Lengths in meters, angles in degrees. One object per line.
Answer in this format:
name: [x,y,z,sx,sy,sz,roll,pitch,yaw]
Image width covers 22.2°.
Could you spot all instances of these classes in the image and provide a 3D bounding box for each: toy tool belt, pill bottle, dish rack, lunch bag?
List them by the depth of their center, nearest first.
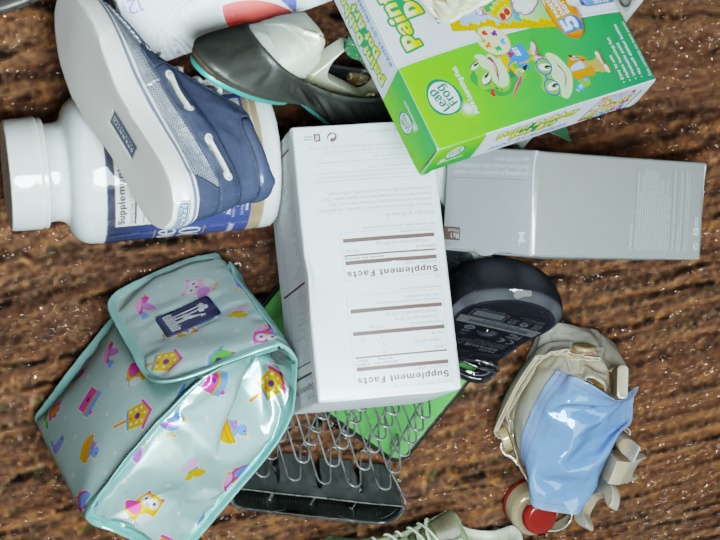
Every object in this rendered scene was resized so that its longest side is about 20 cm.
pill bottle: [-0.165,-0.079,1.370,0.198,0.111,0.112,-6,112,-15]
lunch bag: [-0.143,0.095,1.410,0.122,0.170,0.201,33,98,-33]
dish rack: [-0.014,0.121,1.489,0.152,0.055,0.201,8,134,-19]
toy tool belt: [0.178,0.153,1.558,0.124,0.123,0.202,7,108,-19]

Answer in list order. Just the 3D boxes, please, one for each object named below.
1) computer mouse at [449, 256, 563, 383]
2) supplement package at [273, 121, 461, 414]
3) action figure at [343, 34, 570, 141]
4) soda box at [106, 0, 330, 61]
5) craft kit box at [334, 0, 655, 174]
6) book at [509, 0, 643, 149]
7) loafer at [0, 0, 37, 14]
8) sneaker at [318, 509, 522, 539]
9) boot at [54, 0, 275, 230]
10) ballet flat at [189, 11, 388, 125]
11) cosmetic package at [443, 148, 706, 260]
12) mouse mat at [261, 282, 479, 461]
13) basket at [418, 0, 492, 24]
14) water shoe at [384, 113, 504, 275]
computer mouse: [0.089,0.031,1.469,0.137,0.200,0.053,16,65,-22]
supplement package: [0.000,0.000,1.371,0.108,0.114,0.202,-4,83,-13]
action figure: [0.079,-0.160,1.371,0.198,0.055,0.119,0,86,-24]
soda box: [-0.088,-0.218,1.366,0.198,0.068,0.064,-21,115,-9]
craft kit box: [0.086,-0.189,1.324,0.196,0.049,0.201,-20,76,-24]
book: [0.139,-0.216,1.437,0.134,0.048,0.200,44,83,-25]
loafer: [-0.223,-0.243,1.320,0.199,0.073,0.072,-29,108,-12]
sneaker: [0.053,0.239,1.576,0.199,0.067,0.090,15,118,-29]
boot: [-0.141,-0.120,1.303,0.090,0.201,0.073,-15,158,-35]
ballet flat: [-0.043,-0.153,1.356,0.068,0.068,0.199,-49,146,18]
cosmetic package: [0.169,-0.051,1.447,0.199,0.106,0.091,4,91,-42]
mouse mat: [0.012,0.054,1.534,0.200,0.008,0.161,37,96,-24]
basket: [0.062,-0.290,1.264,0.135,0.124,0.201,-31,77,-30]
water shoe: [0.067,-0.092,1.474,0.079,0.071,0.201,-36,116,-36]
